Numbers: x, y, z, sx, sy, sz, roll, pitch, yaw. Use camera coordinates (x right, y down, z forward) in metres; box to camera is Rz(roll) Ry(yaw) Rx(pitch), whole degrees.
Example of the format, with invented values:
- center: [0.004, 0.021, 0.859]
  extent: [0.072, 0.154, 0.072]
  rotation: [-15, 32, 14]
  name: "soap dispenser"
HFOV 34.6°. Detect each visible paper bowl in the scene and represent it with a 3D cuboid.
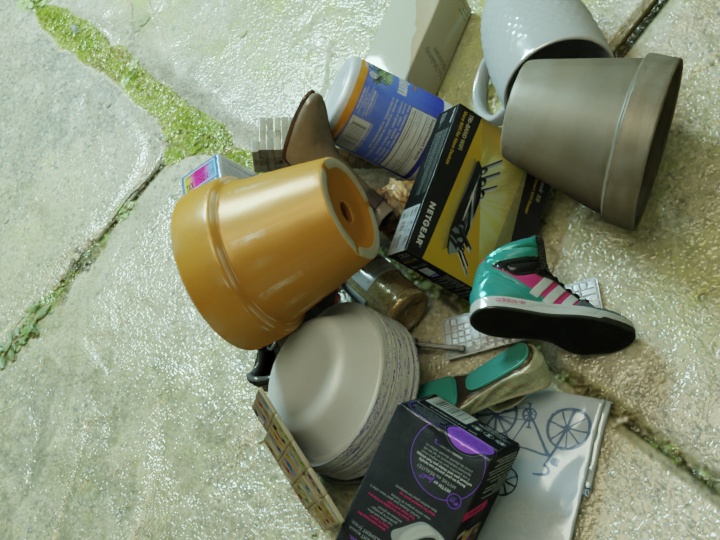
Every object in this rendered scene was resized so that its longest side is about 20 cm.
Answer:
- center: [-0.032, 0.135, 1.355]
  extent: [0.200, 0.104, 0.203]
  rotation: [-29, 48, 38]
  name: "paper bowl"

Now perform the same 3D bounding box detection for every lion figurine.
- center: [0.005, -0.090, 1.485]
  extent: [0.198, 0.122, 0.073]
  rotation: [15, 73, 32]
  name: "lion figurine"

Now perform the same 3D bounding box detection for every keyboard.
- center: [0.192, 0.059, 1.387]
  extent: [0.198, 0.011, 0.057]
  rotation: [-17, 60, 18]
  name: "keyboard"

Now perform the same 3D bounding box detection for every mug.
- center: [0.211, -0.273, 1.475]
  extent: [0.200, 0.146, 0.177]
  rotation: [-50, 40, 34]
  name: "mug"

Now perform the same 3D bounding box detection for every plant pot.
- center: [-0.085, -0.035, 1.325]
  extent: [0.182, 0.200, 0.202]
  rotation: [-25, 57, 23]
  name: "plant pot"
- center: [0.260, -0.165, 1.328]
  extent: [0.172, 0.200, 0.202]
  rotation: [18, 74, 18]
  name: "plant pot"

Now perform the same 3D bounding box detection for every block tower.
- center: [-0.046, -0.171, 1.549]
  extent: [0.197, 0.054, 0.058]
  rotation: [-3, 61, -1]
  name: "block tower"

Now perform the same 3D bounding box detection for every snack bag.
- center: [0.174, 0.226, 1.308]
  extent: [0.187, 0.021, 0.202]
  rotation: [6, 68, 29]
  name: "snack bag"

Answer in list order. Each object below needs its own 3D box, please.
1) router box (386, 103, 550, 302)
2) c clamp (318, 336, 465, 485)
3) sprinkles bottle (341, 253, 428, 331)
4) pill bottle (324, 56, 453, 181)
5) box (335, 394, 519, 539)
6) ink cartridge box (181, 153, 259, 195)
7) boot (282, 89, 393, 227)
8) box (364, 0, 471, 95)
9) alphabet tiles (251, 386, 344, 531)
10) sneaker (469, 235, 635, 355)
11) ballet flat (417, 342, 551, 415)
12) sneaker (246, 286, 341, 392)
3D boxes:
- center: [0.137, -0.073, 1.389]
  extent: [0.052, 0.156, 0.202]
  rotation: [-17, 49, 62]
  name: "router box"
- center: [0.022, 0.168, 1.403]
  extent: [0.169, 0.027, 0.202]
  rotation: [8, 71, 34]
  name: "c clamp"
- center: [0.000, 0.000, 1.477]
  extent: [0.068, 0.068, 0.200]
  rotation: [-47, 56, -2]
  name: "sprinkles bottle"
- center: [0.053, -0.179, 1.460]
  extent: [0.113, 0.198, 0.112]
  rotation: [-59, 16, 28]
  name: "pill bottle"
- center: [0.068, 0.252, 1.248]
  extent: [0.122, 0.106, 0.202]
  rotation: [29, 102, 23]
  name: "box"
- center: [-0.155, -0.036, 1.524]
  extent: [0.076, 0.136, 0.202]
  rotation: [-33, 53, 28]
  name: "ink cartridge box"
- center: [-0.023, -0.105, 1.393]
  extent: [0.146, 0.201, 0.070]
  rotation: [36, 55, 17]
  name: "boot"
- center: [0.071, -0.300, 1.575]
  extent: [0.077, 0.095, 0.202]
  rotation: [14, 74, 30]
  name: "box"
- center: [-0.077, 0.221, 1.319]
  extent: [0.008, 0.200, 0.168]
  rotation: [-31, 81, -16]
  name: "alphabet tiles"
- center: [0.215, 0.023, 1.319]
  extent: [0.198, 0.084, 0.122]
  rotation: [12, 52, -14]
  name: "sneaker"
- center: [0.127, 0.149, 1.319]
  extent: [0.199, 0.062, 0.068]
  rotation: [-26, 30, 24]
  name: "ballet flat"
- center: [-0.087, 0.063, 1.450]
  extent: [0.077, 0.081, 0.202]
  rotation: [19, 93, 44]
  name: "sneaker"
